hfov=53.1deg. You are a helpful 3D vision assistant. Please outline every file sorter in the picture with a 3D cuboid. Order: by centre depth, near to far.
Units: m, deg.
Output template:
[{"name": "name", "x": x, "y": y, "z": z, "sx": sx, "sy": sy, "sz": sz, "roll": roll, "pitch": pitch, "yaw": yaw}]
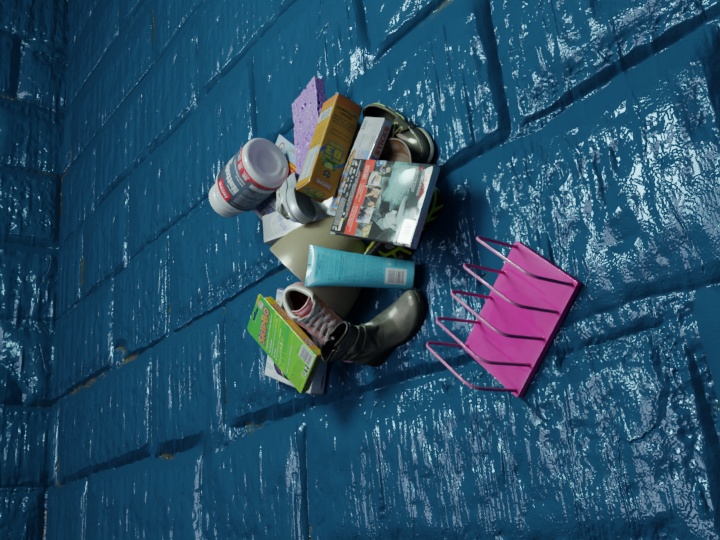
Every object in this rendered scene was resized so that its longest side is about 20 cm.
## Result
[{"name": "file sorter", "x": 0.206, "y": 0.067, "z": 1.092, "sx": 0.139, "sy": 0.124, "sz": 0.202, "roll": 42, "pitch": 115, "yaw": 47}]

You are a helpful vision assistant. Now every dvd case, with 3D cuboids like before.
[{"name": "dvd case", "x": 0.039, "y": -0.121, "z": 1.263, "sx": 0.198, "sy": 0.022, "sz": 0.148, "roll": 11, "pitch": 82, "yaw": 45}]

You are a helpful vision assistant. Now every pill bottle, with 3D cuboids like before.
[{"name": "pill bottle", "x": -0.264, "y": -0.204, "z": 1.660, "sx": 0.199, "sy": 0.118, "sz": 0.121, "roll": -33, "pitch": 58, "yaw": 43}]

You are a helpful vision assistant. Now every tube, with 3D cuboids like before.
[{"name": "tube", "x": 0.000, "y": 0.000, "z": 1.317, "sx": 0.050, "sy": 0.197, "sz": 0.079, "roll": 95, "pitch": 180, "yaw": -71}]

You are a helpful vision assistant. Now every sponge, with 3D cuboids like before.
[{"name": "sponge", "x": -0.106, "y": -0.298, "z": 1.545, "sx": 0.111, "sy": 0.029, "sz": 0.203, "roll": -34, "pitch": 55, "yaw": 51}]

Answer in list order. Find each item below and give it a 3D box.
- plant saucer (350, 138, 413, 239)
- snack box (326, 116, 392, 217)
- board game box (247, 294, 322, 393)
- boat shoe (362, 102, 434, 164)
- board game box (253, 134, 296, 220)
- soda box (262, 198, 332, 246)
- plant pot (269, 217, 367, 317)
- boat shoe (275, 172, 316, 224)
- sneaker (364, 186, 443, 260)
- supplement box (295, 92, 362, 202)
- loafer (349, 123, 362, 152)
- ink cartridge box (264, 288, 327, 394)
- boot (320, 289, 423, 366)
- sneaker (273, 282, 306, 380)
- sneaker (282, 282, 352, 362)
[{"name": "plant saucer", "x": 0.036, "y": -0.146, "z": 1.340, "sx": 0.199, "sy": 0.034, "sz": 0.203, "roll": -31, "pitch": 46, "yaw": 39}, {"name": "snack box", "x": -0.003, "y": -0.193, "z": 1.366, "sx": 0.072, "sy": 0.024, "sz": 0.202, "roll": 21, "pitch": 89, "yaw": 55}, {"name": "board game box", "x": -0.154, "y": 0.140, "z": 1.433, "sx": 0.200, "sy": 0.030, "sz": 0.096, "roll": 42, "pitch": 122, "yaw": 30}, {"name": "boat shoe", "x": 0.069, "y": -0.262, "z": 1.387, "sx": 0.073, "sy": 0.060, "sz": 0.202, "roll": -60, "pitch": 42, "yaw": 21}, {"name": "board game box", "x": -0.158, "y": -0.184, "z": 1.662, "sx": 0.200, "sy": 0.055, "sz": 0.198, "roll": 43, "pitch": 116, "yaw": 47}, {"name": "soda box", "x": -0.109, "y": -0.104, "z": 1.521, "sx": 0.198, "sy": 0.068, "sz": 0.064, "roll": -17, "pitch": 67, "yaw": 27}, {"name": "plant pot", "x": -0.061, "y": -0.024, "z": 1.422, "sx": 0.135, "sy": 0.200, "sz": 0.200, "roll": -47, "pitch": 43, "yaw": -1}, {"name": "boat shoe", "x": -0.136, "y": -0.130, "z": 1.448, "sx": 0.067, "sy": 0.074, "sz": 0.201, "roll": -37, "pitch": 21, "yaw": 12}, {"name": "sneaker", "x": 0.077, "y": -0.086, "z": 1.343, "sx": 0.200, "sy": 0.075, "sz": 0.077, "roll": -48, "pitch": 38, "yaw": 22}, {"name": "supplement box", "x": -0.061, "y": -0.239, "z": 1.411, "sx": 0.069, "sy": 0.066, "sz": 0.203, "roll": -10, "pitch": 59, "yaw": 59}, {"name": "loafer", "x": -0.039, "y": -0.287, "z": 1.518, "sx": 0.070, "sy": 0.070, "sz": 0.200, "roll": -53, "pitch": 43, "yaw": 2}, {"name": "ink cartridge box", "x": -0.132, "y": 0.149, "z": 1.566, "sx": 0.195, "sy": 0.043, "sz": 0.203, "roll": 9, "pitch": 90, "yaw": 54}, {"name": "boot", "x": 0.019, "y": 0.109, "z": 1.313, "sx": 0.201, "sy": 0.129, "sz": 0.068, "roll": -52, "pitch": 47, "yaw": 31}, {"name": "sneaker", "x": -0.154, "y": 0.124, "z": 1.510, "sx": 0.087, "sy": 0.075, "sz": 0.203, "roll": 6, "pitch": 88, "yaw": 59}, {"name": "sneaker", "x": -0.079, "y": 0.102, "z": 1.399, "sx": 0.075, "sy": 0.105, "sz": 0.200, "roll": -44, "pitch": 81, "yaw": 5}]
